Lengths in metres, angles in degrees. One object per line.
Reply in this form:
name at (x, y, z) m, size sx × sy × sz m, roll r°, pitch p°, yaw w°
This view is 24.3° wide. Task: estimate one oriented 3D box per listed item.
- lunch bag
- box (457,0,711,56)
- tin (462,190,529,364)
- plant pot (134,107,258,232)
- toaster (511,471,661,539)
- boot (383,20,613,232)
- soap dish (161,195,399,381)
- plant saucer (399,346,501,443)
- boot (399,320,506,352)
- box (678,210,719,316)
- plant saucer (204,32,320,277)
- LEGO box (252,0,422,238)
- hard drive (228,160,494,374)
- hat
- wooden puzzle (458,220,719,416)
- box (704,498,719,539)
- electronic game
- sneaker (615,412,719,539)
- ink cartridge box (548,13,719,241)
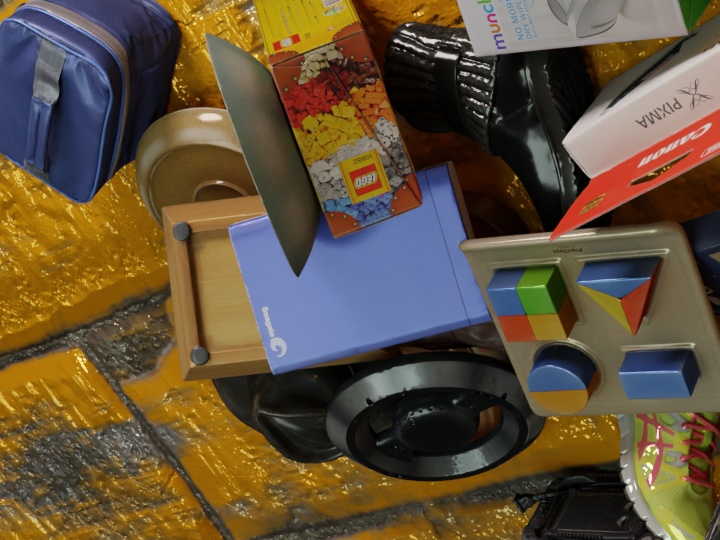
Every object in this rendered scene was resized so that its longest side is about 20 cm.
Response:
lunch bag at (-0.265, -0.163, 1.536) m, size 0.135 × 0.132 × 0.201 m, roll 31°, pitch 136°, yaw 12°
box at (0.143, -0.267, 1.176) m, size 0.175 × 0.097 × 0.201 m, roll 0°, pitch 124°, yaw 34°
tin at (0.121, 0.020, 1.467) m, size 0.112 × 0.042 × 0.201 m, roll -21°, pitch 109°, yaw 40°
plant pot at (-0.122, -0.065, 1.551) m, size 0.198 × 0.028 × 0.201 m, roll 12°, pitch 137°, yaw 11°
toaster at (0.238, 0.264, 1.523) m, size 0.199 × 0.114 × 0.130 m, roll -5°, pitch 122°, yaw 37°
boot at (0.113, -0.106, 1.340) m, size 0.157 × 0.079 × 0.212 m, roll 3°, pitch 122°, yaw 34°
soap dish at (-0.073, 0.011, 1.471) m, size 0.198 × 0.081 × 0.159 m, roll -7°, pitch 92°, yaw 5°
plant saucer at (0.041, 0.124, 1.613) m, size 0.199 × 0.037 × 0.201 m, roll 21°, pitch 134°, yaw 23°
boot at (0.101, -0.003, 1.393) m, size 0.199 × 0.064 × 0.187 m, roll 4°, pitch 132°, yaw 35°
box at (0.262, 0.000, 1.295) m, size 0.199 × 0.033 × 0.121 m, roll -19°, pitch 148°, yaw 40°
plant saucer at (-0.067, -0.095, 1.291) m, size 0.038 × 0.201 × 0.202 m, roll -20°, pitch 117°, yaw 2°
LEGO box at (-0.022, -0.140, 1.325) m, size 0.077 × 0.200 × 0.150 m, roll -20°, pitch 116°, yaw 1°
hard drive at (0.000, 0.000, 1.382) m, size 0.199 × 0.025 × 0.133 m, roll -15°, pitch 96°, yaw 20°
hat at (-0.054, 0.128, 1.557) m, size 0.199 × 0.081 × 0.202 m, roll 5°, pitch 135°, yaw 5°
wooden puzzle at (0.185, 0.051, 1.295) m, size 0.184 × 0.046 × 0.201 m, roll -5°, pitch 129°, yaw 33°
box at (0.324, 0.129, 1.281) m, size 0.049 × 0.200 × 0.158 m, roll 24°, pitch 135°, yaw 9°
electronic game at (0.068, 0.132, 1.496) m, size 0.198 × 0.042 × 0.201 m, roll -1°, pitch 143°, yaw -1°
sneaker at (0.262, 0.138, 1.367) m, size 0.078 × 0.201 × 0.090 m, roll 20°, pitch 136°, yaw -39°
ink cartridge box at (0.221, -0.116, 1.180) m, size 0.044 × 0.174 × 0.200 m, roll 50°, pitch 137°, yaw -9°
